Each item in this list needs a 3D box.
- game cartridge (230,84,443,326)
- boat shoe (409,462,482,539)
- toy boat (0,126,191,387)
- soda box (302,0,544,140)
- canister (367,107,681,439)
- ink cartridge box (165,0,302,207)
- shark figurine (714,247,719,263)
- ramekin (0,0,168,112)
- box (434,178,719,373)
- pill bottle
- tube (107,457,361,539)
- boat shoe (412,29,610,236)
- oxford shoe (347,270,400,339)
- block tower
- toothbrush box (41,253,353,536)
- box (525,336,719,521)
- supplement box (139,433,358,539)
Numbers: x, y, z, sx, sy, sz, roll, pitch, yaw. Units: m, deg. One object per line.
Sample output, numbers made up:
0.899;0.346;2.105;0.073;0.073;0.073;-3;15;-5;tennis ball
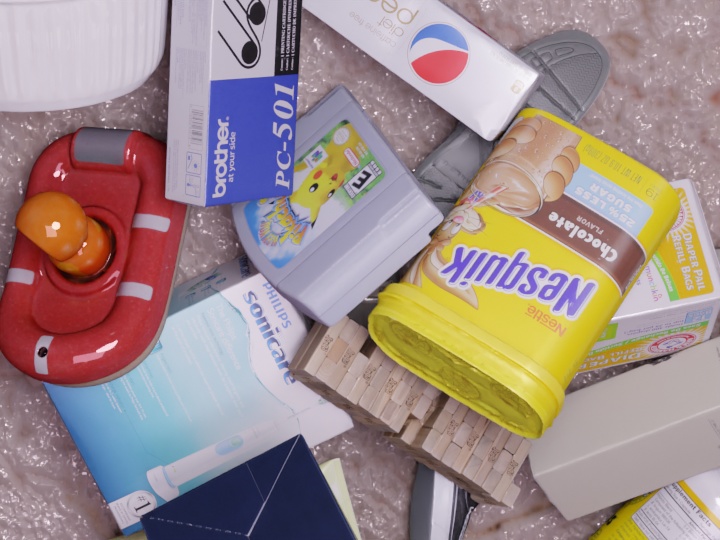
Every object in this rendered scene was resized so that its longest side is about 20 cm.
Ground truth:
-0.026;-0.047;1.470;0.133;0.200;0.040;-44;126;7;game cartridge
0.083;0.161;1.600;0.068;0.074;0.200;7;89;-13;boat shoe
-0.207;-0.018;1.458;0.130;0.131;0.200;5;76;21;toy boat
0.037;-0.177;1.481;0.200;0.068;0.064;36;99;4;soda box
0.120;-0.002;1.433;0.148;0.087;0.200;31;70;14;canister
-0.089;-0.150;1.430;0.094;0.044;0.200;-11;109;-48;ink cartridge box
0.380;-0.029;1.571;0.214;0.090;0.128;-42;106;8;shark figurine
-0.229;-0.187;1.419;0.200;0.200;0.105;-3;115;-5;ramekin
0.165;0.014;1.530;0.200;0.113;0.101;-12;68;-2;box
0.259;0.216;1.614;0.200;0.104;0.104;-44;104;6;pill bottle
-0.103;0.212;1.609;0.200;0.052;0.058;-15;146;-6;tube
0.110;-0.103;1.543;0.074;0.065;0.202;42;92;5;boat shoe
0.000;0.000;1.557;0.075;0.058;0.200;-5;107;-7;oxford shoe
0.039;0.105;1.515;0.200;0.054;0.058;36;76;-19;block tower
-0.126;0.091;1.553;0.200;0.085;0.147;-26;105;2;toothbrush box
0.233;0.121;1.568;0.200;0.068;0.082;-21;137;15;box
-0.038;0.269;1.433;0.134;0.200;0.200;-27;132;-3;supplement box
